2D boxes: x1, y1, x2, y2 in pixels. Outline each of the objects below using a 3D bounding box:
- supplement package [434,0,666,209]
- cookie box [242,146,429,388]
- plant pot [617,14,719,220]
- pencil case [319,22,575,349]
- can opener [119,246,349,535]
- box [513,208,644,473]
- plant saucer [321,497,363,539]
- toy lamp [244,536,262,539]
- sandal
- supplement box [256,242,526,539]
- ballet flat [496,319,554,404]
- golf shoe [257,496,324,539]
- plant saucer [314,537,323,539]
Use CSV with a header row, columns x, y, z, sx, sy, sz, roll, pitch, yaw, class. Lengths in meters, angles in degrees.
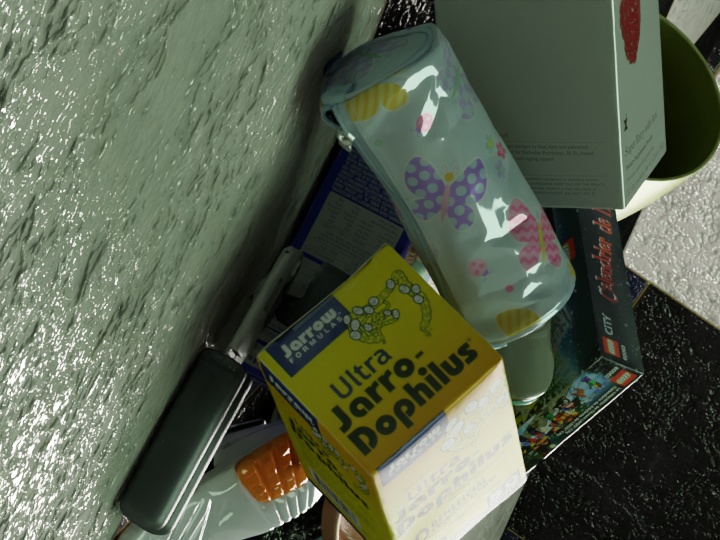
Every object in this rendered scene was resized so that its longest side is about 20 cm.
x,y,z,sx,sy,sz,roll,pitch,yaw,class
0.122,-0.153,1.481,0.121,0.119,0.201,-47,134,-60,supplement package
0.000,0.000,1.584,0.201,0.075,0.171,-63,170,-2,cookie box
0.189,-0.110,2.040,0.187,0.187,0.200,-55,-177,-38,plant pot
0.053,-0.050,1.401,0.083,0.201,0.091,-10,-148,42,pencil case
-0.073,0.078,1.438,0.201,0.067,0.053,-62,169,-9,can opener
0.123,0.022,1.578,0.137,0.038,0.201,-44,-144,38,box
0.045,0.135,1.701,0.200,0.032,0.201,-33,144,-28,plant saucer
-0.076,0.267,1.733,0.201,0.058,0.058,-89,-168,-45,toy lamp
-0.097,0.140,1.530,0.206,0.059,0.080,-23,134,-41,sandal
0.024,0.094,1.443,0.109,0.109,0.200,-41,155,-11,supplement box
0.089,0.005,1.515,0.200,0.067,0.064,-100,-161,-55,ballet flat
-0.046,0.158,1.769,0.199,0.094,0.078,-1,106,-49,golf shoe
-0.052,0.236,1.816,0.200,0.019,0.070,-3,-113,69,plant saucer
